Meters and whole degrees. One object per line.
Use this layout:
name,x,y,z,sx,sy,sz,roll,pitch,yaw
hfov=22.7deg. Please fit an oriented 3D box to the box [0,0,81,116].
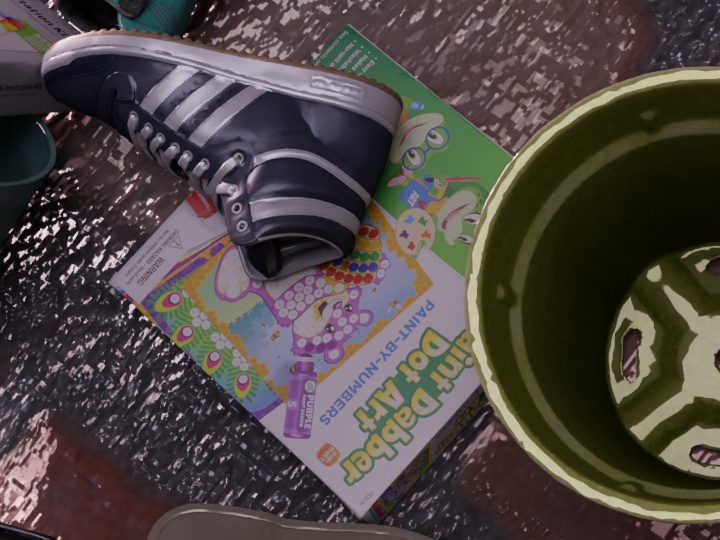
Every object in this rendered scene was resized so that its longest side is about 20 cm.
box,-0.253,-0.140,0.986,0.156,0.200,0.041,38,111,19

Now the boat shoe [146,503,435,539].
boat shoe,-0.012,0.172,0.921,0.199,0.063,0.073,13,49,11

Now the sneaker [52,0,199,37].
sneaker,-0.094,-0.170,1.019,0.199,0.084,0.121,0,68,19

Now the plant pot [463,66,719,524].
plant pot,0.166,0.027,0.851,0.200,0.184,0.201,-4,77,16

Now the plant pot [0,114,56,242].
plant pot,-0.286,-0.048,0.981,0.200,0.200,0.134,38,111,19

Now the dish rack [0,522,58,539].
dish rack,-0.254,0.222,0.952,0.153,0.055,0.201,11,78,16

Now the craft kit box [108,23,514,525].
craft kit box,0.000,0.000,0.973,0.197,0.049,0.200,40,85,17

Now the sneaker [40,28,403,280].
sneaker,-0.085,-0.059,0.949,0.199,0.070,0.109,10,74,11
